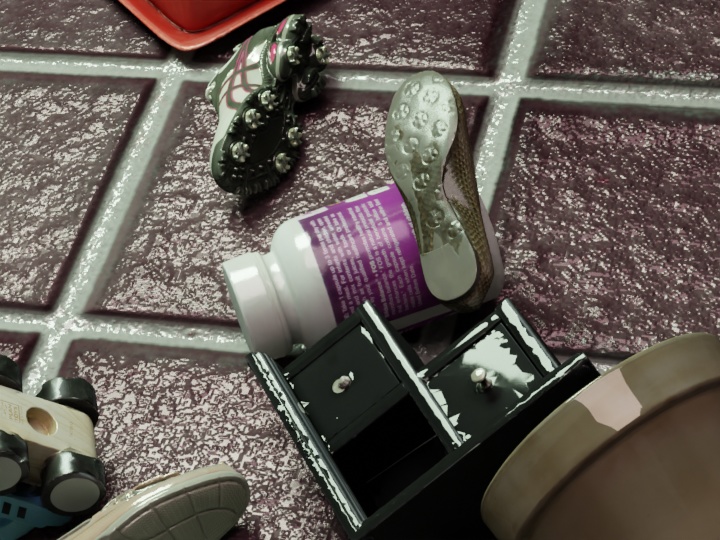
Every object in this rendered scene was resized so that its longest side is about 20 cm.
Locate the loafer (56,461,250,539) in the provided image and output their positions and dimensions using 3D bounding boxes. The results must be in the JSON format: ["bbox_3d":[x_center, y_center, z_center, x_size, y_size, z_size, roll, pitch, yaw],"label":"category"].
[{"bbox_3d":[-0.175,0.190,1.412,0.200,0.072,0.063,-33,42,-15],"label":"loafer"}]

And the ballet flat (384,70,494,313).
[{"bbox_3d":[0.063,-0.057,1.465,0.067,0.046,0.201,-26,57,23],"label":"ballet flat"}]

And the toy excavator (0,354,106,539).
[{"bbox_3d":[-0.306,0.158,1.452,0.194,0.200,0.100,21,34,-31],"label":"toy excavator"}]

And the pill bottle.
[{"bbox_3d":[0.000,0.000,1.523,0.199,0.113,0.112,-19,46,-8],"label":"pill bottle"}]

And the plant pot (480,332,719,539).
[{"bbox_3d":[0.205,0.170,1.286,0.199,0.200,0.174,-29,65,-16],"label":"plant pot"}]

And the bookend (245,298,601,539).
[{"bbox_3d":[0.053,0.084,1.400,0.200,0.092,0.199,-38,46,4],"label":"bookend"}]

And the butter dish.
[{"bbox_3d":[-0.144,-0.327,1.841,0.199,0.148,0.200,-32,49,-18],"label":"butter dish"}]

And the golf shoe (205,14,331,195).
[{"bbox_3d":[-0.094,-0.134,1.713,0.088,0.077,0.200,-9,40,32],"label":"golf shoe"}]
